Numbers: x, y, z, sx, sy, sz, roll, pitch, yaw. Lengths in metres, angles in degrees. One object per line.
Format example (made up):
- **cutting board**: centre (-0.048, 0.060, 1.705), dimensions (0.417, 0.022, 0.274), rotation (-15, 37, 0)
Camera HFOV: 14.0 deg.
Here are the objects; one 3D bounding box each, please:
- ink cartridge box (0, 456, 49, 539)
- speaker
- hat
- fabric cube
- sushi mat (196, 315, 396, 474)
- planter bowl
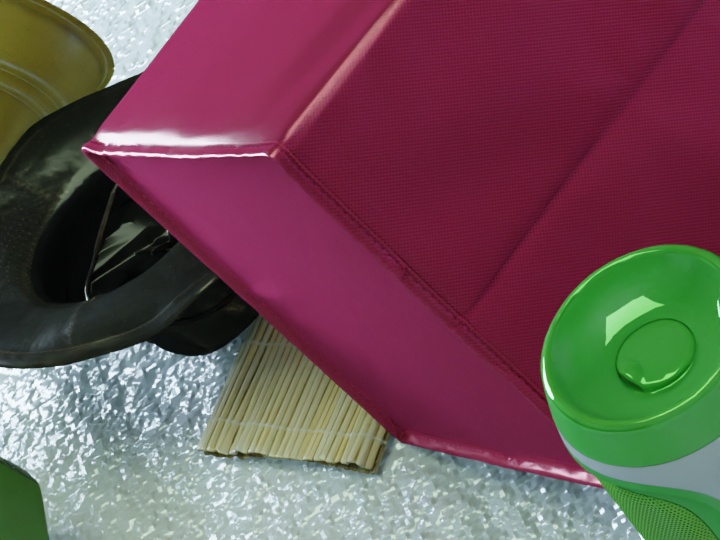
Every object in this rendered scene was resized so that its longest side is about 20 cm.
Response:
- **ink cartridge box**: centre (-0.177, 0.183, 1.216), dimensions (0.104, 0.059, 0.200), rotation (-24, 58, 16)
- **speaker**: centre (0.135, 0.077, 0.999), dimensions (0.088, 0.200, 0.089), rotation (-18, 47, 21)
- **hat**: centre (-0.086, -0.011, 1.306), dimensions (0.200, 0.081, 0.201), rotation (-25, 40, 22)
- **fabric cube**: centre (0.049, -0.060, 1.136), dimensions (0.199, 0.200, 0.196), rotation (-52, 23, -13)
- **sushi mat**: centre (0.000, 0.000, 1.293), dimensions (0.096, 0.012, 0.200), rotation (1, 56, 36)
- **planter bowl**: centre (-0.221, -0.074, 1.389), dimensions (0.200, 0.200, 0.084), rotation (-4, 70, 32)
